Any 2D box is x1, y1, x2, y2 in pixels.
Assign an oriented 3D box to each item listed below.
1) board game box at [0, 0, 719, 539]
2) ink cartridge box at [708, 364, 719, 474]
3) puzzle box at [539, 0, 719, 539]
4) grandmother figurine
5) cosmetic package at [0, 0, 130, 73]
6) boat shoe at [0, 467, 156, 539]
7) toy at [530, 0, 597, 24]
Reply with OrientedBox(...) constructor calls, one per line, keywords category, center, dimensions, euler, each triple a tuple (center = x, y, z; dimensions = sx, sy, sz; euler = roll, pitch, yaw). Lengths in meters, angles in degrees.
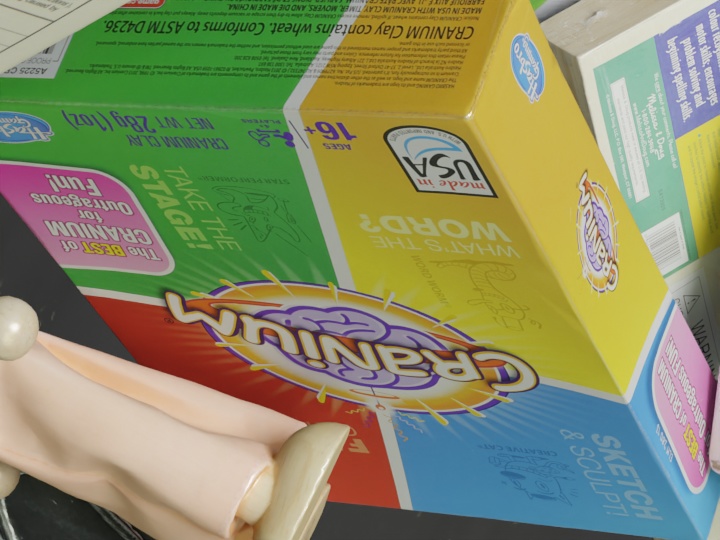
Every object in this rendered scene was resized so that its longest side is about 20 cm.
OrientedBox(category="board game box", center=(0.000, 0.000, 0.716), dimensions=(0.153, 0.040, 0.200), euler=(3, 148, 28))
OrientedBox(category="ink cartridge box", center=(0.204, -0.006, 0.748), dimensions=(0.200, 0.087, 0.146), euler=(2, 96, -32))
OrientedBox(category="puzzle box", center=(0.128, -0.014, 0.792), dimensions=(0.133, 0.025, 0.200), euler=(-29, 126, -18))
OrientedBox(category="grandmother figurine", center=(-0.105, 0.028, 0.740), dimensions=(0.200, 0.061, 0.121), euler=(26, 143, 5))
OrientedBox(category="cosmetic package", center=(-0.130, -0.082, 0.628), dimensions=(0.200, 0.071, 0.105), euler=(-25, 157, 29))
OrientedBox(category="boat shoe", center=(-0.051, 0.123, 0.800), dimensions=(0.072, 0.068, 0.200), euler=(-35, 95, 31))
OrientedBox(category="toy", center=(-0.002, -0.083, 0.733), dimensions=(0.115, 0.047, 0.200), euler=(-42, 126, 12))
